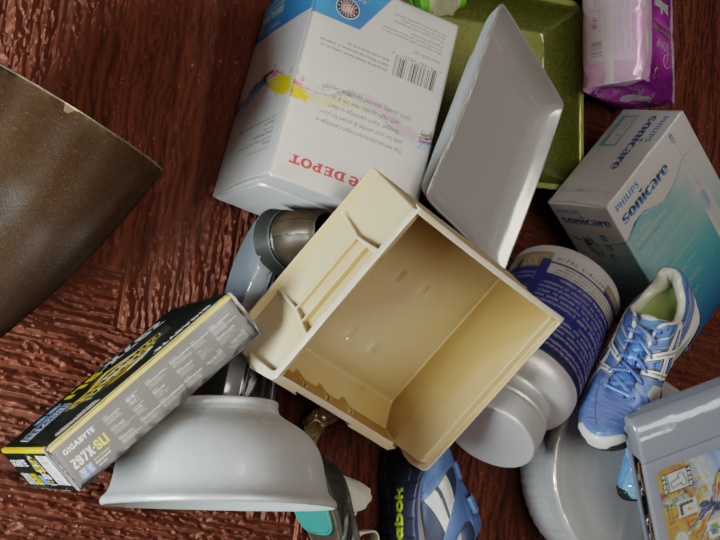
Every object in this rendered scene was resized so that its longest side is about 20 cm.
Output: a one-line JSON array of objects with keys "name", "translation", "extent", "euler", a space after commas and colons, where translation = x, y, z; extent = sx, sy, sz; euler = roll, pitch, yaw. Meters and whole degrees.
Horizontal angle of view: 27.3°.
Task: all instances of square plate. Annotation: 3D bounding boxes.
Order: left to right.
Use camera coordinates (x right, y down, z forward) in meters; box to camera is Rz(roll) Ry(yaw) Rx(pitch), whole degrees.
[{"name": "square plate", "translation": [0.123, -0.117, 1.395], "extent": [0.200, 0.028, 0.199], "euler": [43, 64, -57]}]

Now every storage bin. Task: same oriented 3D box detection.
[{"name": "storage bin", "translation": [0.031, 0.049, 1.277], "extent": [0.200, 0.094, 0.199], "euler": [35, 100, -37]}]

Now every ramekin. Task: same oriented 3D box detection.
[{"name": "ramekin", "translation": [0.251, 0.204, 1.485], "extent": [0.202, 0.094, 0.203], "euler": [4, 82, -26]}]

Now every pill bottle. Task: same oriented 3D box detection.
[{"name": "pill bottle", "translation": [0.161, 0.083, 1.416], "extent": [0.120, 0.120, 0.200], "euler": [44, 52, -15]}]

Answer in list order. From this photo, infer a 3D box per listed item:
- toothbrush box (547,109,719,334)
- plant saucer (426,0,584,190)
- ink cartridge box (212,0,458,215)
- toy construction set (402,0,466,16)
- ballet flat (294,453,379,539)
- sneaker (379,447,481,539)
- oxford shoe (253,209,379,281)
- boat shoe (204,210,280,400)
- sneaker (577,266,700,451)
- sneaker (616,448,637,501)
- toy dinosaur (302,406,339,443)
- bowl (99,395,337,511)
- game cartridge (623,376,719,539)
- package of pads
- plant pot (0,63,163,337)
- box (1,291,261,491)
[{"name": "toothbrush box", "translation": [0.302, -0.044, 1.519], "extent": [0.146, 0.085, 0.200], "euler": [-50, 123, -22]}, {"name": "plant saucer", "translation": [0.130, -0.183, 1.497], "extent": [0.199, 0.048, 0.201], "euler": [5, 82, -26]}, {"name": "ink cartridge box", "translation": [-0.024, -0.143, 1.361], "extent": [0.147, 0.145, 0.201], "euler": [20, 75, -23]}, {"name": "toy construction set", "translation": [0.034, -0.303, 1.406], "extent": [0.092, 0.200, 0.131], "euler": [-7, 127, -36]}, {"name": "ballet flat", "translation": [-0.020, 0.239, 1.368], "extent": [0.068, 0.068, 0.201], "euler": [-23, 105, -36]}, {"name": "sneaker", "translation": [0.068, 0.218, 1.408], "extent": [0.082, 0.074, 0.201], "euler": [7, 83, -34]}, {"name": "oxford shoe", "translation": [0.000, 0.000, 1.337], "extent": [0.200, 0.084, 0.073], "euler": [24, 67, -45]}, {"name": "boat shoe", "translation": [-0.086, 0.048, 1.347], "extent": [0.068, 0.074, 0.200], "euler": [15, 78, -23]}, {"name": "sneaker", "translation": [0.257, 0.080, 1.399], "extent": [0.200, 0.076, 0.077], "euler": [-58, 150, -29]}, {"name": "sneaker", "translation": [0.325, 0.217, 1.441], "extent": [0.200, 0.078, 0.090], "euler": [25, 94, -21]}, {"name": "toy dinosaur", "translation": [0.011, 0.081, 1.401], "extent": [0.101, 0.058, 0.201], "euler": [27, 73, -20]}, {"name": "bowl", "translation": [-0.118, 0.155, 1.250], "extent": [0.200, 0.201, 0.091], "euler": [6, 78, -26]}, {"name": "game cartridge", "translation": [0.322, 0.202, 1.376], "extent": [0.133, 0.042, 0.201], "euler": [-18, 111, -7]}, {"name": "package of pads", "translation": [0.278, -0.274, 1.543], "extent": [0.120, 0.075, 0.201], "euler": [13, 76, -60]}, {"name": "plant pot", "translation": [-0.292, -0.046, 1.214], "extent": [0.187, 0.187, 0.200], "euler": [32, 86, -20]}, {"name": "box", "translation": [-0.193, 0.102, 1.239], "extent": [0.200, 0.160, 0.049], "euler": [-41, 100, -23]}]
